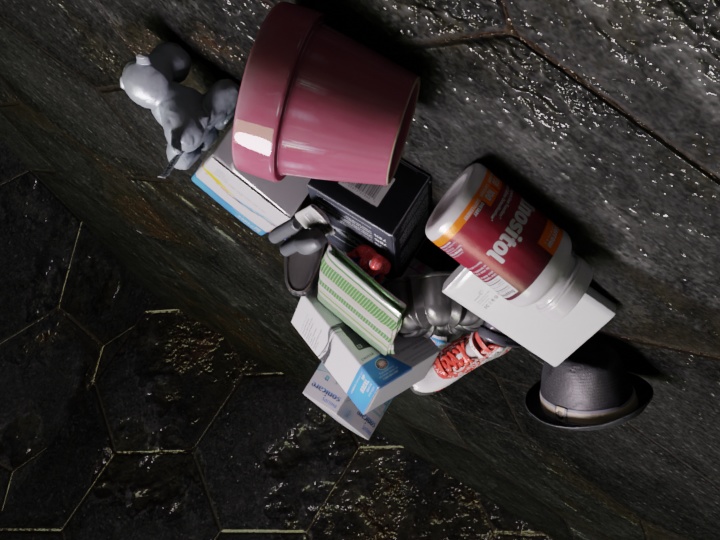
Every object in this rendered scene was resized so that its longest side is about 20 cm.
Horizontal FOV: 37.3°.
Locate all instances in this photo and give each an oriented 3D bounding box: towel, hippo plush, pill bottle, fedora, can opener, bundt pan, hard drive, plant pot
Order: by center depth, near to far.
[{"bbox_3d":[-0.032,-0.185,1.220,0.176,0.203,0.200,18,164,5],"label":"plant pot"},{"bbox_3d":[0.187,-0.031,1.320,0.199,0.114,0.113,37,166,-8],"label":"pill bottle"},{"bbox_3d":[0.227,0.037,1.441,0.198,0.026,0.132,33,129,-12],"label":"hard drive"},{"bbox_3d":[-0.091,-0.053,1.538,0.053,0.066,0.199,49,161,-10],"label":"can opener"},{"bbox_3d":[0.000,0.047,1.559,0.152,0.023,0.201,39,161,11],"label":"towel"},{"bbox_3d":[0.330,0.154,1.571,0.199,0.198,0.093,14,122,54],"label":"fedora"},{"bbox_3d":[0.119,0.056,1.611,0.197,0.077,0.202,-3,168,-1],"label":"bundt pan"},{"bbox_3d":[-0.293,-0.249,1.616,0.161,0.200,0.159,43,144,-3],"label":"hippo plush"}]

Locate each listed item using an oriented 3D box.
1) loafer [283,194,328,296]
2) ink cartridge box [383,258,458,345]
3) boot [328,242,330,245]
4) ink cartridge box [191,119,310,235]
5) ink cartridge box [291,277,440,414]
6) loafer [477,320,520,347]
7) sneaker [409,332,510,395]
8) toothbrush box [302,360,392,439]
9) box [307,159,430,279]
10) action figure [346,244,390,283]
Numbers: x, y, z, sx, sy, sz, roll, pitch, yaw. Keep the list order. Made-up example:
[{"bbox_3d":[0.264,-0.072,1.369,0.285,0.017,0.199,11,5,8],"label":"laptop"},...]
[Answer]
[{"bbox_3d":[-0.082,-0.062,1.658,0.071,0.204,0.072,8,172,5],"label":"loafer"},{"bbox_3d":[0.087,0.041,1.834,0.198,0.085,0.145,32,166,19],"label":"ink cartridge box"},{"bbox_3d":[-0.111,-0.096,1.780,0.198,0.064,0.188,30,125,7],"label":"boot"},{"bbox_3d":[-0.142,-0.163,1.586,0.145,0.148,0.200,38,166,-11],"label":"ink cartridge box"},{"bbox_3d":[0.007,0.104,1.702,0.201,0.144,0.084,49,143,20],"label":"ink cartridge box"},{"bbox_3d":[0.240,0.077,1.585,0.071,0.064,0.199,22,-170,30],"label":"loafer"},{"bbox_3d":[0.169,0.132,1.745,0.068,0.198,0.108,62,166,16],"label":"sneaker"},{"bbox_3d":[0.008,0.170,1.855,0.084,0.202,0.147,26,167,33],"label":"toothbrush box"},{"bbox_3d":[0.017,-0.089,1.541,0.147,0.105,0.200,31,166,13],"label":"box"},{"bbox_3d":[0.000,0.000,1.562,0.065,0.052,0.200,38,163,-7],"label":"action figure"}]
